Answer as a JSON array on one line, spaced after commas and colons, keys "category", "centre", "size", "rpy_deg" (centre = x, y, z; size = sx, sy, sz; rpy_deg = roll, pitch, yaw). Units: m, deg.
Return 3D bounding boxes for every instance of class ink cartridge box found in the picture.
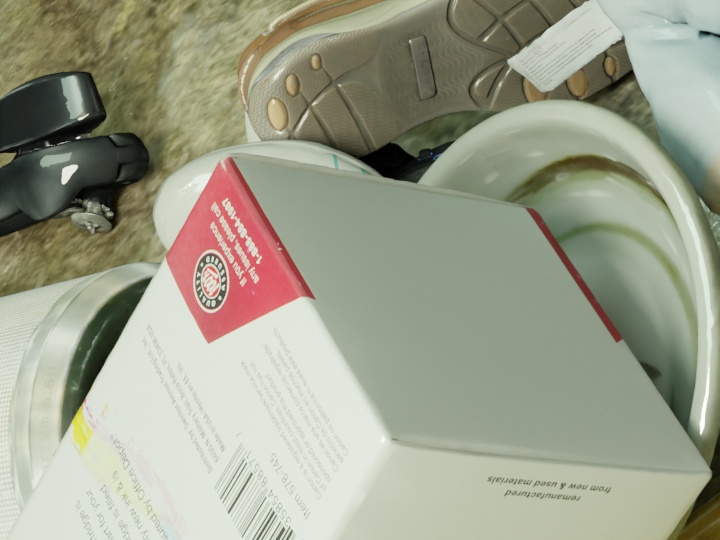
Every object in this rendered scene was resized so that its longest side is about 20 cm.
[{"category": "ink cartridge box", "centre": [-0.010, 0.089, 1.022], "size": [0.200, 0.144, 0.146], "rpy_deg": [-58, 44, 28]}]

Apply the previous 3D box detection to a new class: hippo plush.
[{"category": "hippo plush", "centre": [0.173, -0.111, 1.098], "size": [0.200, 0.160, 0.160], "rpy_deg": [-22, 84, 57]}]

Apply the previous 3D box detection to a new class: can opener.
[{"category": "can opener", "centre": [-0.184, -0.041, 1.552], "size": [0.200, 0.063, 0.079], "rpy_deg": [-25, 67, 46]}]

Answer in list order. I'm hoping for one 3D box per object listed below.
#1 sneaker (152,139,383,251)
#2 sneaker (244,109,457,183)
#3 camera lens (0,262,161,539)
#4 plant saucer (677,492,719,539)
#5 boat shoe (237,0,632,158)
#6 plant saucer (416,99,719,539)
[{"category": "sneaker", "centre": [0.000, 0.000, 1.199], "size": [0.199, 0.071, 0.080], "rpy_deg": [18, 23, 18]}, {"category": "sneaker", "centre": [0.018, -0.042, 1.319], "size": [0.112, 0.073, 0.201], "rpy_deg": [-31, 46, 19]}, {"category": "camera lens", "centre": [-0.133, 0.088, 1.276], "size": [0.199, 0.160, 0.161], "rpy_deg": [-13, 48, 41]}, {"category": "plant saucer", "centre": [0.120, 0.162, 1.022], "size": [0.200, 0.048, 0.200], "rpy_deg": [-39, 36, 15]}, {"category": "boat shoe", "centre": [0.038, -0.106, 1.283], "size": [0.199, 0.076, 0.072], "rpy_deg": [-14, 27, -16]}, {"category": "plant saucer", "centre": [0.074, 0.040, 1.085], "size": [0.200, 0.050, 0.201], "rpy_deg": [-16, 69, 49]}]
